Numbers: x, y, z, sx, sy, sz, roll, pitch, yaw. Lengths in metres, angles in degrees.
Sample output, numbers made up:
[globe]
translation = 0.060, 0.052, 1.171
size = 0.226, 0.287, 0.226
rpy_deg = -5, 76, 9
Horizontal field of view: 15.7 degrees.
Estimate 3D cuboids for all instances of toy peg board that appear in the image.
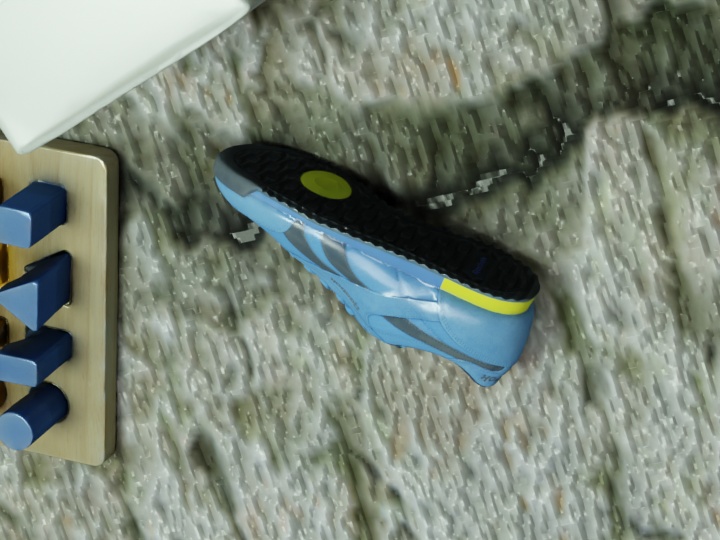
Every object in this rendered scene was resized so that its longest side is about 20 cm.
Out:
[toy peg board]
translation = -0.253, 0.021, 1.535
size = 0.198, 0.098, 0.201
rpy_deg = 11, 115, 19

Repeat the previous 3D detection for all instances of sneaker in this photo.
[sneaker]
translation = 0.000, 0.000, 1.439
size = 0.200, 0.066, 0.079
rpy_deg = 27, 122, 10

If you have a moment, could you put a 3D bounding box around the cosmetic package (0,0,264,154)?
[cosmetic package]
translation = -0.139, -0.202, 1.355
size = 0.166, 0.167, 0.200
rpy_deg = -30, 98, 29
